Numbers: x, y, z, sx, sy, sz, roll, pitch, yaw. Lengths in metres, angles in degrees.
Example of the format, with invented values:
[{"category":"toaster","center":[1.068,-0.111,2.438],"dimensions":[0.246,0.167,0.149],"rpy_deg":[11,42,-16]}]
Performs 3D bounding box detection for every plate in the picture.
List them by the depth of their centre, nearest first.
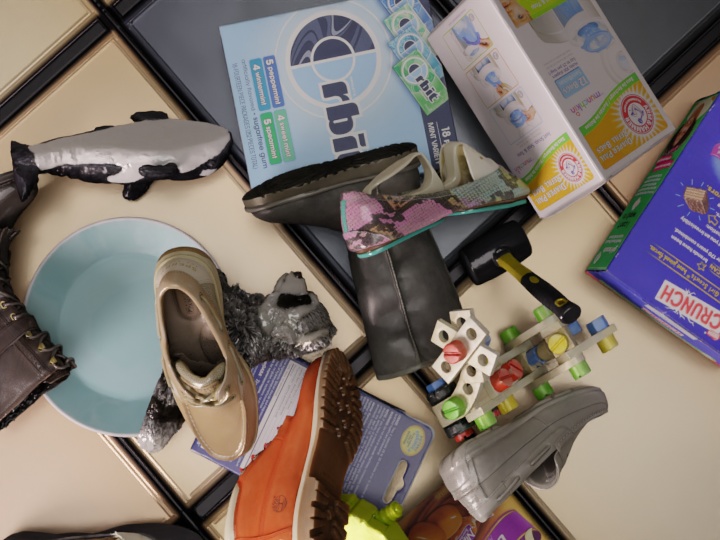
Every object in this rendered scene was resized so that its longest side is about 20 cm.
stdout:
[{"category":"plate","center":[-0.214,0.052,1.131],"dimensions":[0.197,0.026,0.204],"rpy_deg":[0,87,-1]}]

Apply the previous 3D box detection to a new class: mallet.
[{"category":"mallet","center":[0.136,0.010,1.067],"dimensions":[0.065,0.200,0.042],"rpy_deg":[-26,112,2]}]

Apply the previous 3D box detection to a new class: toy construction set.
[{"category":"toy construction set","center":[0.129,0.085,1.075],"dimensions":[0.131,0.198,0.093],"rpy_deg":[-35,67,38]}]

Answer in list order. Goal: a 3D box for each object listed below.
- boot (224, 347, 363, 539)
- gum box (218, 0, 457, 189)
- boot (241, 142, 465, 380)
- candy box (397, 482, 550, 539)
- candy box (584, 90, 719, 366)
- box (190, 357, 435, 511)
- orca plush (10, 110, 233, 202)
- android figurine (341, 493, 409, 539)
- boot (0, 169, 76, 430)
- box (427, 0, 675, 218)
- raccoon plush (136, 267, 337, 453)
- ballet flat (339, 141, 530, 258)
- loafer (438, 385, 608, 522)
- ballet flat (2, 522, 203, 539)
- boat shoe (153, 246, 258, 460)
[{"category":"boot","center":[-0.060,0.158,1.054],"dimensions":[0.106,0.075,0.202],"rpy_deg":[-10,49,29]},{"category":"gum box","center":[-0.019,-0.160,1.138],"dimensions":[0.197,0.045,0.173],"rpy_deg":[-12,89,-2]},{"category":"boot","center":[-0.001,0.001,1.104],"dimensions":[0.179,0.073,0.203],"rpy_deg":[-12,109,-2]},{"category":"candy box","center":[0.124,0.276,1.072],"dimensions":[0.116,0.057,0.200],"rpy_deg":[-39,58,-3]},{"category":"candy box","center":[0.336,-0.033,1.131],"dimensions":[0.168,0.077,0.201],"rpy_deg":[35,86,-2]},{"category":"box","center":[-0.042,0.155,1.121],"dimensions":[0.198,0.032,0.122],"rpy_deg":[26,87,7]},{"category":"orca plush","center":[-0.214,-0.086,1.112],"dimensions":[0.198,0.105,0.072],"rpy_deg":[-18,132,-28]},{"category":"android figurine","center":[-0.025,0.276,1.083],"dimensions":[0.199,0.041,0.183],"rpy_deg":[-39,87,24]},{"category":"boot","center":[-0.314,0.031,1.092],"dimensions":[0.174,0.069,0.200],"rpy_deg":[44,97,14]},{"category":"box","center":[0.172,-0.168,1.099],"dimensions":[0.112,0.101,0.202],"rpy_deg":[-31,89,-31]},{"category":"raccoon plush","center":[-0.104,0.087,1.090],"dimensions":[0.132,0.097,0.202],"rpy_deg":[22,116,-2]},{"category":"ballet flat","center":[0.066,-0.070,1.049],"dimensions":[0.198,0.069,0.072],"rpy_deg":[-19,99,-31]},{"category":"loafer","center":[0.155,0.161,1.086],"dimensions":[0.198,0.070,0.070],"rpy_deg":[-22,75,-35]},{"category":"ballet flat","center":[-0.238,0.267,1.100],"dimensions":[0.197,0.073,0.074],"rpy_deg":[-1,88,-3]},{"category":"boat shoe","center":[-0.130,0.082,1.003],"dimensions":[0.071,0.065,0.203],"rpy_deg":[-7,118,4]}]
